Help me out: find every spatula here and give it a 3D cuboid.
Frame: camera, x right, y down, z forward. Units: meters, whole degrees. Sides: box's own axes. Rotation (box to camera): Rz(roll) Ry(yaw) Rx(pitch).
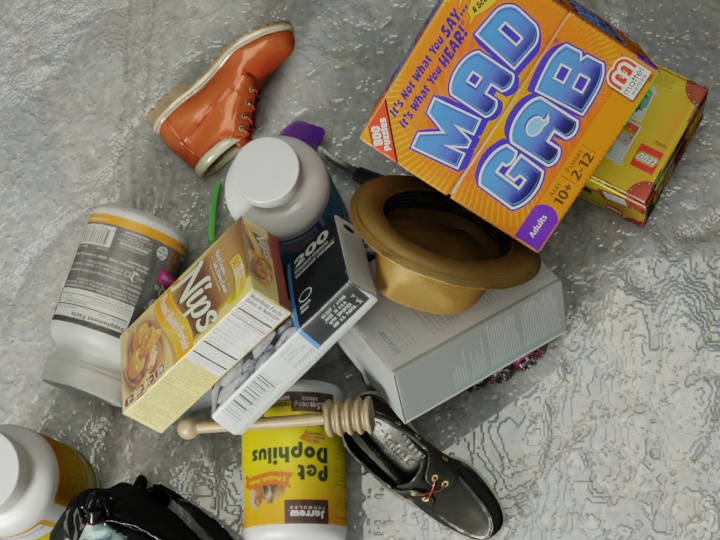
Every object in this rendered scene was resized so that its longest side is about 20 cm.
[{"bbox_3d":[-0.018,-0.117,1.522,0.199,0.021,0.057,27,73,26],"label":"spatula"}]

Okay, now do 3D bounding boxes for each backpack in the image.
[{"bbox_3d":[-0.207,0.310,1.393,0.199,0.167,0.127,34,101,13],"label":"backpack"}]

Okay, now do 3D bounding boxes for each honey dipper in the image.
[{"bbox_3d":[-0.085,0.150,1.358,0.198,0.038,0.038,-5,73,11],"label":"honey dipper"}]

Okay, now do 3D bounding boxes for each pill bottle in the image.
[{"bbox_3d":[-0.068,0.219,1.408,0.108,0.109,0.202,-4,74,8],"label":"pill bottle"},{"bbox_3d":[-0.079,-0.073,1.445,0.110,0.200,0.112,-2,73,8],"label":"pill bottle"},{"bbox_3d":[-0.350,0.219,1.406,0.110,0.200,0.112,-2,73,8],"label":"pill bottle"},{"bbox_3d":[-0.269,0.039,1.489,0.115,0.116,0.202,15,78,13],"label":"pill bottle"}]

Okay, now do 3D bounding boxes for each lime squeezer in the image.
[{"bbox_3d":[-0.144,-0.007,1.523,0.070,0.038,0.201,-30,71,0],"label":"lime squeezer"}]

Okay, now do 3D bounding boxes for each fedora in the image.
[{"bbox_3d":[0.073,-0.014,1.312,0.200,0.200,0.082,30,120,16],"label":"fedora"}]

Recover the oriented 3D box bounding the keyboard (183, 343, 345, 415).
[{"bbox_3d":[-0.116,0.107,1.477,0.198,0.057,0.011,-20,42,3],"label":"keyboard"}]

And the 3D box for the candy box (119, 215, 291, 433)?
[{"bbox_3d":[-0.158,0.054,1.363,0.200,0.055,0.116,-43,36,22],"label":"candy box"}]

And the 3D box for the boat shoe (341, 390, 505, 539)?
[{"bbox_3d":[0.061,0.208,1.392,0.201,0.063,0.074,42,112,0],"label":"boat shoe"}]

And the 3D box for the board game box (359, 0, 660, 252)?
[{"bbox_3d":[0.141,-0.175,1.321,0.199,0.200,0.201,31,107,-4],"label":"board game box"}]

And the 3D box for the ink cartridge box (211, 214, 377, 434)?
[{"bbox_3d":[-0.072,0.040,1.372,0.043,0.200,0.198,39,106,-21],"label":"ink cartridge box"}]

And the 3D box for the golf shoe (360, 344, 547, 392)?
[{"bbox_3d":[0.095,0.085,1.439,0.198,0.073,0.093,-16,72,4],"label":"golf shoe"}]

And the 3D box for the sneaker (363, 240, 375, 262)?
[{"bbox_3d":[0.000,0.000,1.483,0.199,0.078,0.077,-34,64,-9],"label":"sneaker"}]

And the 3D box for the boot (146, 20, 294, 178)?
[{"bbox_3d":[-0.136,-0.194,1.562,0.200,0.075,0.107,-41,75,5],"label":"boot"}]

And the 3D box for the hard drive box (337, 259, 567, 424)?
[{"bbox_3d":[0.084,0.039,1.394,0.199,0.077,0.156,-27,43,-14],"label":"hard drive box"}]

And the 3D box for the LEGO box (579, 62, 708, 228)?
[{"bbox_3d":[0.252,-0.162,1.481,0.199,0.077,0.150,29,81,15],"label":"LEGO box"}]
